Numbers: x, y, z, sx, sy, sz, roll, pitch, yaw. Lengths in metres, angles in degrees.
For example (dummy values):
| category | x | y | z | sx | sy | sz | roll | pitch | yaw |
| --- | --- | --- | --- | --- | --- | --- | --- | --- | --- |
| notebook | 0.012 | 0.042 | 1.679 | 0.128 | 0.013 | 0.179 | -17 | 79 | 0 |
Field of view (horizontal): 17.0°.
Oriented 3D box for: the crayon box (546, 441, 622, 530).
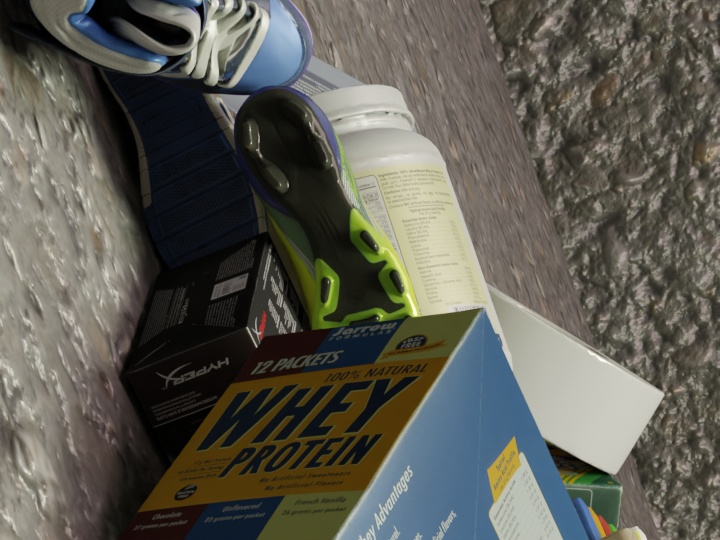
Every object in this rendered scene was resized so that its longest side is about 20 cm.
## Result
| category | x | y | z | sx | sy | sz | roll | pitch | yaw |
| --- | --- | --- | --- | --- | --- | --- | --- | --- | --- |
| crayon box | 0.107 | 0.157 | 1.760 | 0.200 | 0.125 | 0.052 | -141 | -125 | -80 |

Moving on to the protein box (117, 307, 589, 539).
| category | x | y | z | sx | sy | sz | roll | pitch | yaw |
| --- | --- | --- | --- | --- | --- | --- | --- | --- | --- |
| protein box | 0.007 | 0.159 | 1.176 | 0.200 | 0.135 | 0.199 | 64 | 36 | -24 |

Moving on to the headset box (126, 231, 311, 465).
| category | x | y | z | sx | sy | sz | roll | pitch | yaw |
| --- | --- | --- | --- | --- | --- | --- | --- | --- | --- |
| headset box | -0.049 | 0.101 | 1.351 | 0.149 | 0.077 | 0.200 | -84 | 152 | -68 |

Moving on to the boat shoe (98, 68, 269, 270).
| category | x | y | z | sx | sy | sz | roll | pitch | yaw |
| --- | --- | --- | --- | --- | --- | --- | --- | --- | --- |
| boat shoe | -0.097 | -0.070 | 1.448 | 0.072 | 0.072 | 0.200 | 27 | 43 | -76 |

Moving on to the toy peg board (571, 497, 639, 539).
| category | x | y | z | sx | sy | sz | roll | pitch | yaw |
| --- | --- | --- | --- | --- | --- | --- | --- | --- | --- |
| toy peg board | 0.095 | 0.217 | 1.543 | 0.199 | 0.200 | 0.098 | 53 | 12 | -56 |

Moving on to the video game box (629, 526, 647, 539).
| category | x | y | z | sx | sy | sz | roll | pitch | yaw |
| --- | --- | --- | --- | --- | --- | --- | --- | --- | --- |
| video game box | 0.139 | 0.298 | 1.634 | 0.047 | 0.182 | 0.200 | 33 | 38 | -72 |

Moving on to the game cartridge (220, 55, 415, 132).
| category | x | y | z | sx | sy | sz | roll | pitch | yaw |
| --- | --- | --- | --- | --- | --- | --- | --- | --- | --- |
| game cartridge | -0.040 | -0.103 | 1.680 | 0.200 | 0.042 | 0.133 | 27 | 38 | -29 |

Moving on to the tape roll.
| category | x | y | z | sx | sy | sz | roll | pitch | yaw |
| --- | --- | --- | --- | --- | --- | --- | --- | --- | --- |
| tape roll | 0.115 | 0.065 | 1.722 | 0.202 | 0.071 | 0.202 | 31 | 3 | -2 |

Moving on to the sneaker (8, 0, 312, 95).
| category | x | y | z | sx | sy | sz | roll | pitch | yaw |
| --- | --- | --- | --- | --- | --- | --- | --- | --- | --- |
| sneaker | -0.097 | -0.129 | 1.320 | 0.200 | 0.081 | 0.146 | 24 | 14 | -28 |

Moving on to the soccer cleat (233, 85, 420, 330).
| category | x | y | z | sx | sy | sz | roll | pitch | yaw |
| --- | --- | --- | --- | --- | --- | --- | --- | --- | --- |
| soccer cleat | -0.014 | -0.014 | 1.386 | 0.084 | 0.065 | 0.201 | -56 | 122 | -86 |

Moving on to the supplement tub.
| category | x | y | z | sx | sy | sz | roll | pitch | yaw |
| --- | --- | --- | --- | --- | --- | --- | --- | --- | --- |
| supplement tub | 0.000 | 0.000 | 1.503 | 0.145 | 0.145 | 0.200 | 33 | 38 | -73 |
